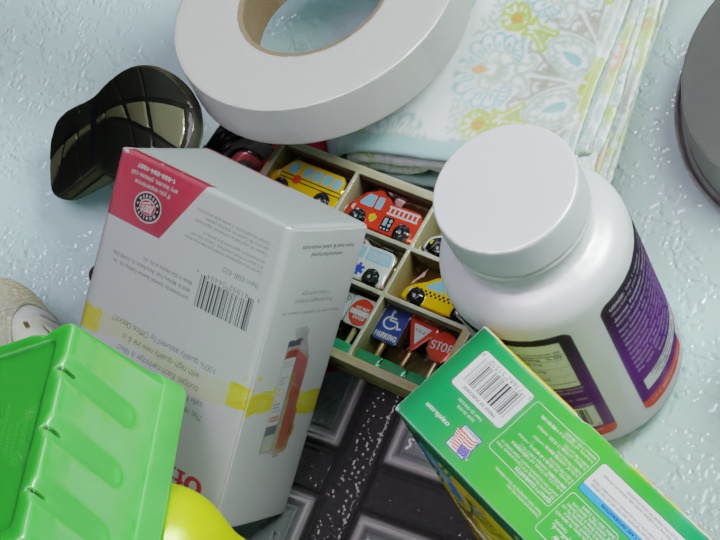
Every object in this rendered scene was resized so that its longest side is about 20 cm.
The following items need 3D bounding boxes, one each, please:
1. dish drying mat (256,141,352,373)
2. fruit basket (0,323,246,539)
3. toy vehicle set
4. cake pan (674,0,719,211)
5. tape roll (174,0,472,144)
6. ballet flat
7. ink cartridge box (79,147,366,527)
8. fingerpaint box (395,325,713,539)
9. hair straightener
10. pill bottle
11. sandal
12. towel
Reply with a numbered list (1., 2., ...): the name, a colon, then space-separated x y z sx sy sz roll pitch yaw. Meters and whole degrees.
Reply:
1. dish drying mat: -0.049 -0.018 1.386 0.076 0.018 0.201 -19 58 17
2. fruit basket: -0.154 0.158 1.196 0.154 0.215 0.217 -18 60 22
3. toy vehicle set: 0.000 0.000 1.328 0.199 0.027 0.125 22 75 31
4. cake pan: 0.280 -0.115 1.246 0.199 0.037 0.202 -12 63 23
5. tape roll: -0.025 -0.171 1.358 0.201 0.037 0.204 -12 49 15
6. ballet flat: -0.212 0.079 1.387 0.062 0.067 0.201 -33 50 27
7. ink cartridge box: -0.097 0.040 1.294 0.145 0.083 0.202 26 107 31
8. fingerpaint box: 0.123 0.150 1.120 0.073 0.167 0.200 -41 55 -7
9. hair straightener: -0.118 -0.057 1.405 0.200 0.041 0.077 -51 33 17
10. pill bottle: 0.109 0.007 1.172 0.111 0.200 0.112 -11 56 16
11. sandal: -0.155 -0.091 1.426 0.200 0.057 0.081 -8 73 59
12. towel: 0.092 -0.134 1.350 0.199 0.048 0.172 9 69 31
